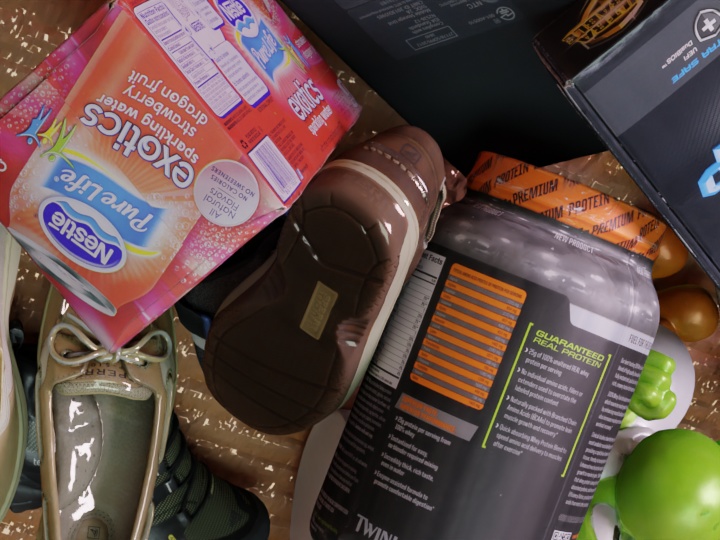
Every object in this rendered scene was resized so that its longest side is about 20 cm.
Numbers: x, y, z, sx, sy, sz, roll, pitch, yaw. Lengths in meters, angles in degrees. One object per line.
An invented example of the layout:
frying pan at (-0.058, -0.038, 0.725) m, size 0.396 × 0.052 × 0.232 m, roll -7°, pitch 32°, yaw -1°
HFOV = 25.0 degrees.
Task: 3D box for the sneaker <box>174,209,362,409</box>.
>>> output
sneaker at (0.000, 0.000, 0.825) m, size 0.198 × 0.073 × 0.113 m, roll -20°, pitch 129°, yaw 5°

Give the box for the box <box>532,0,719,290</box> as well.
box at (0.195, -0.100, 0.693) m, size 0.199 × 0.046 × 0.159 m, roll -39°, pitch 125°, yaw 9°

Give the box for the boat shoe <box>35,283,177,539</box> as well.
boat shoe at (-0.127, 0.080, 0.799) m, size 0.072 × 0.063 × 0.203 m, roll 9°, pitch 88°, yaw -15°

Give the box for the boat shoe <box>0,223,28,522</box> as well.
boat shoe at (-0.205, 0.047, 0.787) m, size 0.073 × 0.066 × 0.203 m, roll 6°, pitch 108°, yaw 11°

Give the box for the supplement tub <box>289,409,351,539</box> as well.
supplement tub at (0.070, 0.148, 0.906) m, size 0.197 × 0.145 × 0.146 m, roll 8°, pitch 125°, yaw -17°

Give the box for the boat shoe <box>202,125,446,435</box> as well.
boat shoe at (-0.011, 0.007, 0.748) m, size 0.074 × 0.075 × 0.203 m, roll 39°, pitch 143°, yaw 0°

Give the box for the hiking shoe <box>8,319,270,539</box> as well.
hiking shoe at (-0.121, 0.101, 0.873) m, size 0.199 × 0.076 × 0.101 m, roll 26°, pitch 121°, yaw -27°

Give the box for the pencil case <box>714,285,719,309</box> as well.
pencil case at (0.283, -0.022, 0.865) m, size 0.198 × 0.078 × 0.090 m, roll -22°, pitch 92°, yaw 3°

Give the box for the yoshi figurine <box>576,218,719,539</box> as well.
yoshi figurine at (0.156, 0.074, 0.825) m, size 0.111 × 0.202 × 0.112 m, roll 18°, pitch 142°, yaw -3°

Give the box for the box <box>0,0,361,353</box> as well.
box at (-0.076, -0.059, 0.674) m, size 0.095 × 0.200 × 0.100 m, roll -37°, pitch 98°, yaw 16°

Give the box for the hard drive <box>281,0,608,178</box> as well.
hard drive at (0.046, -0.117, 0.729) m, size 0.139 × 0.033 × 0.200 m, roll -12°, pitch 139°, yaw 42°

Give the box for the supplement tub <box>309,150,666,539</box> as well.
supplement tub at (0.064, 0.055, 0.759) m, size 0.121 × 0.122 × 0.202 m, roll 21°, pitch 92°, yaw -26°
